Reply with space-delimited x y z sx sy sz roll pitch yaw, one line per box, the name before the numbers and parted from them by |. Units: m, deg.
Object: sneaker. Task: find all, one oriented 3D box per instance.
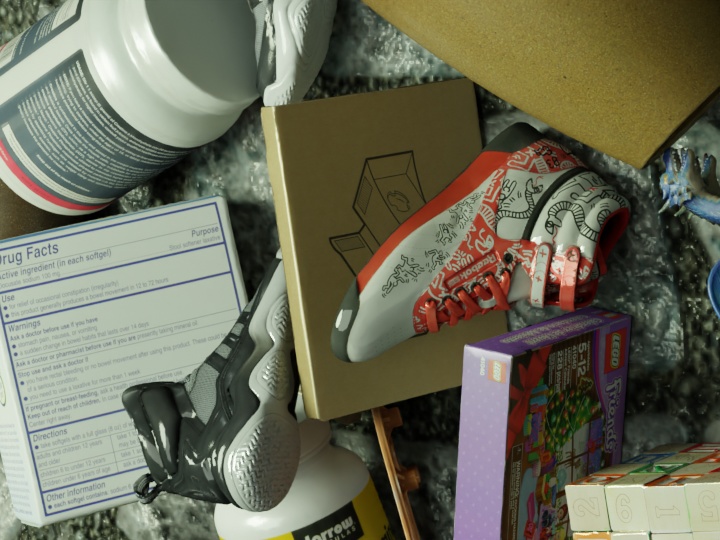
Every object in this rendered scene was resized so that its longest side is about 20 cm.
sneaker | -0.090 0.067 1.492 0.113 0.201 0.076 -5 139 23
sneaker | -0.075 -0.213 1.553 0.113 0.075 0.201 10 101 14
sneaker | 0.080 0.002 1.425 0.108 0.201 0.067 36 159 23

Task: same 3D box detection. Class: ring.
ring | 0.041 0.178 1.507 0.019 0.200 0.201 -17 88 0

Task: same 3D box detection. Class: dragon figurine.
dragon figurine | 0.247 0.009 1.356 0.099 0.059 0.201 -22 91 41

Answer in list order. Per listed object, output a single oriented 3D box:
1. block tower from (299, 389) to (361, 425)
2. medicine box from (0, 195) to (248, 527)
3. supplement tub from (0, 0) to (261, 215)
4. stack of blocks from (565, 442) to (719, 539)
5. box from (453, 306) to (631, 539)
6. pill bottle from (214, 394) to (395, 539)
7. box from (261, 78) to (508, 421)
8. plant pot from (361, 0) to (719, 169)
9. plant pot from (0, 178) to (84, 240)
block tower | 0.000 0.000 1.568 0.054 0.058 0.201 21 110 35
medicine box | -0.172 0.063 1.627 0.103 0.182 0.201 167 91 -71
supplement tub | -0.168 -0.135 1.623 0.200 0.140 0.141 -27 81 40
stack of blocks | 0.237 0.141 1.358 0.199 0.115 0.059 -6 95 40
box | 0.114 0.133 1.445 0.039 0.137 0.201 13 108 36
pill bottle | -0.033 0.193 1.569 0.112 0.112 0.201 -8 109 41
box | 0.020 -0.017 1.478 0.021 0.163 0.201 -2 98 55
plant pot | 0.130 -0.163 1.361 0.200 0.186 0.186 45 125 8
plant pot | -0.283 -0.030 1.734 0.186 0.187 0.201 11 91 38
